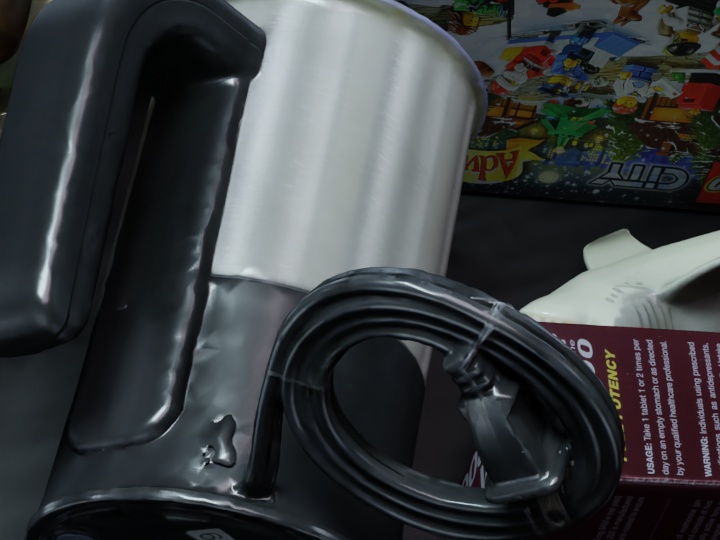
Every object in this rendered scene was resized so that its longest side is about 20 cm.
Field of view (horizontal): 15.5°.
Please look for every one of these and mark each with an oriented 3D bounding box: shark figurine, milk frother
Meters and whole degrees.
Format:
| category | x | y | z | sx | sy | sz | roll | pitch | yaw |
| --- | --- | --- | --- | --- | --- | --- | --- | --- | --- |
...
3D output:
| category | x | y | z | sx | sy | sz | roll | pitch | yaw |
| --- | --- | --- | --- | --- | --- | --- | --- | --- | --- |
| shark figurine | 0.153 | 0.019 | 0.907 | 0.214 | 0.128 | 0.090 | -14 | 100 | 7 |
| milk frother | 0.000 | 0.000 | 0.804 | 0.199 | 0.181 | 0.189 | -1 | 60 | 20 |

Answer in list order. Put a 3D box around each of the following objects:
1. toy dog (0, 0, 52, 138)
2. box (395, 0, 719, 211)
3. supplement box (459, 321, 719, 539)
| category | x | y | z | sx | sy | sz | roll | pitch | yaw |
| --- | --- | --- | --- | --- | --- | --- | --- | --- | --- |
| toy dog | -0.119 | -0.117 | 0.871 | 0.139 | 0.194 | 0.200 | 40 | 38 | 6 |
| box | 0.066 | -0.081 | 0.927 | 0.199 | 0.137 | 0.038 | 4 | 54 | -8 |
| supplement box | 0.139 | 0.073 | 0.855 | 0.199 | 0.109 | 0.061 | 3 | 55 | -10 |
